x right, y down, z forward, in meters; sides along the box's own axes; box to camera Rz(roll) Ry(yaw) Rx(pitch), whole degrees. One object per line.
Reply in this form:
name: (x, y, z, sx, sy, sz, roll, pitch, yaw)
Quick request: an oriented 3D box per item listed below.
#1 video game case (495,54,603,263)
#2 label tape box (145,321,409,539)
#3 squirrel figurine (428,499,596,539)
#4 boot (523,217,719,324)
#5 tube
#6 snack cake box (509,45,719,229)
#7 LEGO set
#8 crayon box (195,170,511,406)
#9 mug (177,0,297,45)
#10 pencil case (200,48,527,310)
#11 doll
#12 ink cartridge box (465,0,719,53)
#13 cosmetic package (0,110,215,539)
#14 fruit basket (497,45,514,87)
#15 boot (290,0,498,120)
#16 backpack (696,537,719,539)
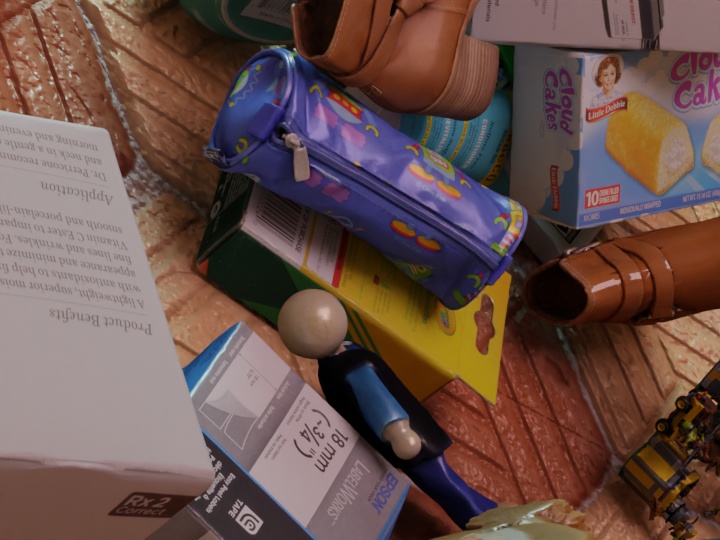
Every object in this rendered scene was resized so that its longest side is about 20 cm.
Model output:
video game case: (0.117, -0.108, 1.826, 0.182, 0.022, 0.200, 48, 36, -4)
label tape box: (-0.037, 0.145, 1.393, 0.200, 0.063, 0.144, 45, 36, -9)
squirrel figurine: (0.087, 0.228, 1.373, 0.200, 0.142, 0.187, -35, 112, -70)
boot: (0.211, 0.000, 1.662, 0.155, 0.200, 0.074, -7, 81, -28)
tube: (0.060, -0.089, 1.653, 0.050, 0.077, 0.200, 38, 19, 30)
snack cake box: (0.192, -0.102, 1.707, 0.200, 0.067, 0.115, -12, 111, -39)
LEGO set: (0.274, 0.116, 1.685, 0.116, 0.154, 0.200, 46, 22, 15)
crayon box: (0.000, 0.000, 1.573, 0.200, 0.051, 0.127, 36, 37, -19)
mug: (-0.036, -0.216, 1.616, 0.152, 0.185, 0.114, 65, 13, -58)
pencil case: (0.005, -0.052, 1.511, 0.200, 0.078, 0.087, 32, 10, -25)
doll: (0.020, 0.089, 1.475, 0.200, 0.048, 0.136, 48, -4, -20)
ink cartridge box: (0.163, -0.197, 1.669, 0.200, 0.084, 0.145, 2, 19, -6)
cosmetic package: (-0.200, 0.046, 1.211, 0.165, 0.165, 0.200, 9, 52, -43)
fruit basket: (0.170, -0.222, 1.856, 0.216, 0.156, 0.216, 13, 58, -21)
boot: (0.021, -0.193, 1.519, 0.155, 0.074, 0.200, 15, 66, -49)
backpack: (0.276, 0.239, 1.539, 0.153, 0.200, 0.176, 52, 30, -27)
